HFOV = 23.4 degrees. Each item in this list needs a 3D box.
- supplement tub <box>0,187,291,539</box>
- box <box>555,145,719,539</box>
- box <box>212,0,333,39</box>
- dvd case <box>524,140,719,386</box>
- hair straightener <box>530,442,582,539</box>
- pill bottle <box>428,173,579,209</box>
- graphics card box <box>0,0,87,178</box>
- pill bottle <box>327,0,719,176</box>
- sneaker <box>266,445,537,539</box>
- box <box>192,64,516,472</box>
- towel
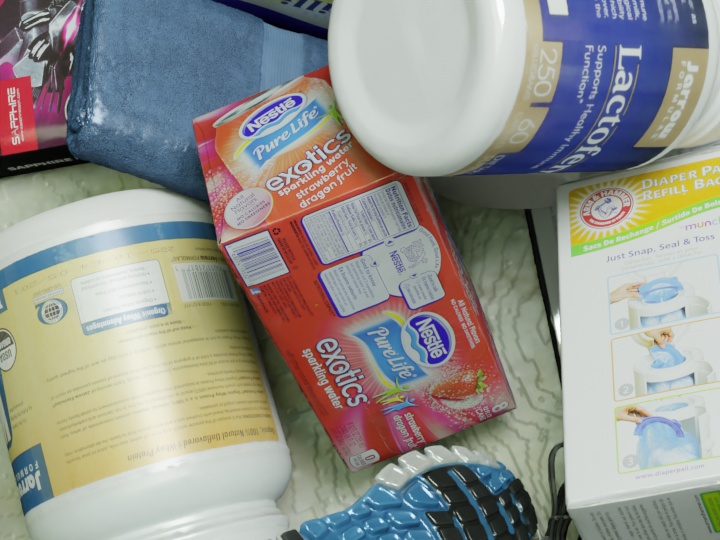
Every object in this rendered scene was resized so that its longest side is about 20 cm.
[{"bbox_3d":[-0.120,0.071,0.932,0.144,0.145,0.201,-18,77,7],"label":"supplement tub"},{"bbox_3d":[0.157,0.052,0.835,0.101,0.113,0.201,-12,45,17],"label":"box"},{"bbox_3d":[-0.007,-0.243,0.920,0.104,0.200,0.185,10,74,-12],"label":"box"},{"bbox_3d":[0.195,-0.017,0.955,0.199,0.018,0.143,-12,78,8],"label":"dvd case"},{"bbox_3d":[0.113,0.150,0.872,0.041,0.077,0.200,-14,34,30],"label":"hair straightener"},{"bbox_3d":[0.083,-0.141,0.943,0.110,0.111,0.201,3,77,11],"label":"pill bottle"},{"bbox_3d":[-0.158,-0.128,1.023,0.199,0.051,0.126,-8,78,8],"label":"graphics card box"},{"bbox_3d":[0.093,-0.103,0.804,0.115,0.199,0.116,6,98,48],"label":"pill bottle"},{"bbox_3d":[0.004,0.157,0.912,0.199,0.087,0.075,-18,62,-33],"label":"sneaker"},{"bbox_3d":[0.000,0.000,0.888,0.099,0.200,0.096,-21,46,6],"label":"box"},{"bbox_3d":[-0.062,-0.083,0.940,0.199,0.048,0.112,17,62,-27],"label":"towel"}]
